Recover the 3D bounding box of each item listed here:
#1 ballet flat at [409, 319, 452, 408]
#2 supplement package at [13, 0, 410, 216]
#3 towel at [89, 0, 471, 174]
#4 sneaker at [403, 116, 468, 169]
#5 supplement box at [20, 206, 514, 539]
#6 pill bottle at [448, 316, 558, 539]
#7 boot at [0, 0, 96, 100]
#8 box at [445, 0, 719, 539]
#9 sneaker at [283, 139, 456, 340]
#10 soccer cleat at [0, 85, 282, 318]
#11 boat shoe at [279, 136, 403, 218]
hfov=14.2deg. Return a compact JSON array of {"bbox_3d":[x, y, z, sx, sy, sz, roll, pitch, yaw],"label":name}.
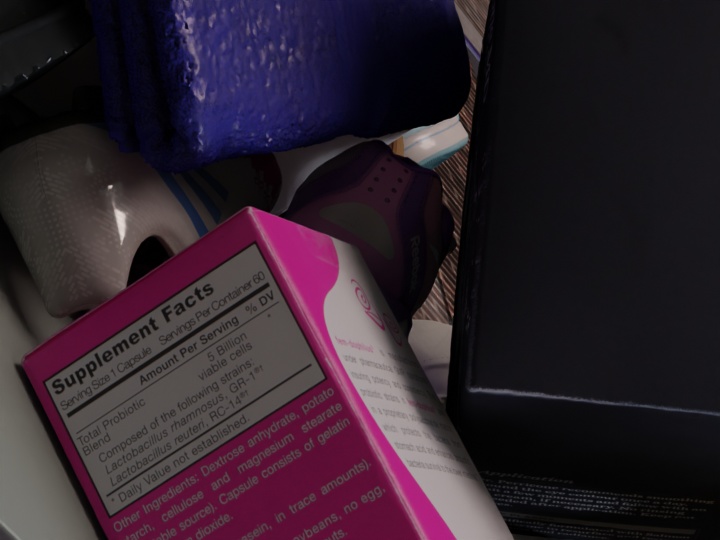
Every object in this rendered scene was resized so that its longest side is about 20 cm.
[{"bbox_3d":[0.074,0.080,1.227,0.199,0.070,0.069,27,16,-1],"label":"ballet flat"},{"bbox_3d":[-0.079,-0.118,1.155,0.200,0.120,0.122,41,22,-49],"label":"supplement package"},{"bbox_3d":[-0.035,-0.115,1.035,0.200,0.049,0.148,-16,95,-59],"label":"towel"},{"bbox_3d":[-0.008,-0.104,1.480,0.131,0.079,0.200,58,4,-8],"label":"sneaker"},{"bbox_3d":[-0.013,0.092,0.959,0.201,0.103,0.101,63,15,17],"label":"supplement box"},{"bbox_3d":[0.120,0.089,1.317,0.200,0.115,0.114,32,16,-3],"label":"pill bottle"},{"bbox_3d":[-0.170,-0.118,0.938,0.163,0.073,0.198,57,17,-5],"label":"boot"},{"bbox_3d":[0.096,-0.016,1.073,0.200,0.117,0.198,96,0,-71],"label":"box"},{"bbox_3d":[0.000,0.000,1.137,0.080,0.089,0.200,27,-10,3],"label":"sneaker"},{"bbox_3d":[-0.079,-0.013,1.065,0.200,0.070,0.087,6,68,-70],"label":"soccer cleat"},{"bbox_3d":[-0.020,-0.049,1.320,0.070,0.070,0.200,53,13,-35],"label":"boat shoe"}]
